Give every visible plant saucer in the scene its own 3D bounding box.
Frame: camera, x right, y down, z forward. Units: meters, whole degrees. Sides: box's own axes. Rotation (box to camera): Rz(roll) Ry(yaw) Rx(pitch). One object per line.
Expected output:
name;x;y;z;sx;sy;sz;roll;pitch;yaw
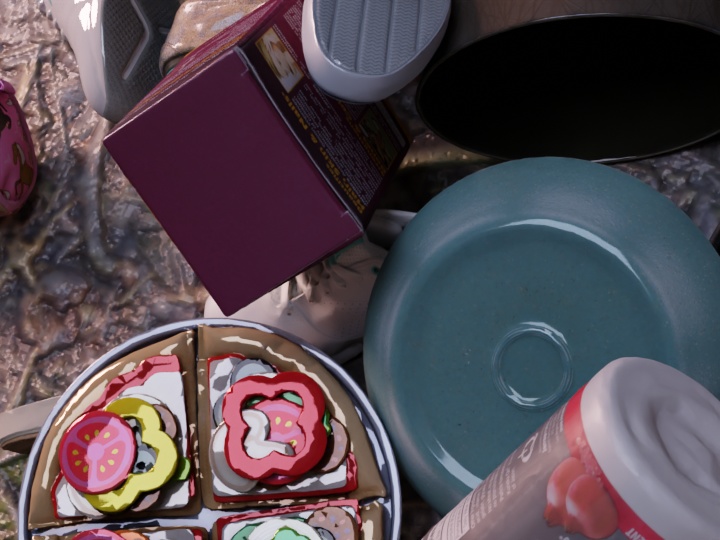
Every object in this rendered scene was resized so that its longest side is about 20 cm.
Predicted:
plant saucer;0.088;0.046;1.346;0.199;0.036;0.201;2;96;21

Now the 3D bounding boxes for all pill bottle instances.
pill bottle;0.090;0.141;1.281;0.200;0.111;0.111;-46;51;29

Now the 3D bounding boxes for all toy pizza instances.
toy pizza;-0.079;0.120;1.379;0.200;0.032;0.201;-3;78;12

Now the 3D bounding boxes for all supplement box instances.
supplement box;-0.048;-0.067;1.412;0.086;0.200;0.110;-32;98;15

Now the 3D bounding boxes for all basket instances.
basket;0.120;-0.175;1.445;0.180;0.136;0.200;-9;58;22

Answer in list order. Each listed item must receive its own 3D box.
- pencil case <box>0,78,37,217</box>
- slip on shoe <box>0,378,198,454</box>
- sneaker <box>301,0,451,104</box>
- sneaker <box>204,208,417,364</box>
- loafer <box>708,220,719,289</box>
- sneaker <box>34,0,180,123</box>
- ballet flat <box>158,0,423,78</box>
pencil case;-0.285;-0.054;1.610;0.200;0.087;0.083;-13;29;20
slip on shoe;-0.105;0.086;1.463;0.200;0.076;0.061;-10;91;23
sneaker;0.008;-0.135;1.414;0.073;0.071;0.200;19;38;-1
sneaker;0.000;0.000;1.437;0.200;0.088;0.075;-9;63;22
loafer;0.215;-0.059;1.362;0.063;0.072;0.200;22;75;-8
sneaker;-0.153;-0.162;1.615;0.080;0.070;0.201;-29;52;29
ballet flat;-0.021;-0.143;1.535;0.200;0.068;0.067;-6;55;22
